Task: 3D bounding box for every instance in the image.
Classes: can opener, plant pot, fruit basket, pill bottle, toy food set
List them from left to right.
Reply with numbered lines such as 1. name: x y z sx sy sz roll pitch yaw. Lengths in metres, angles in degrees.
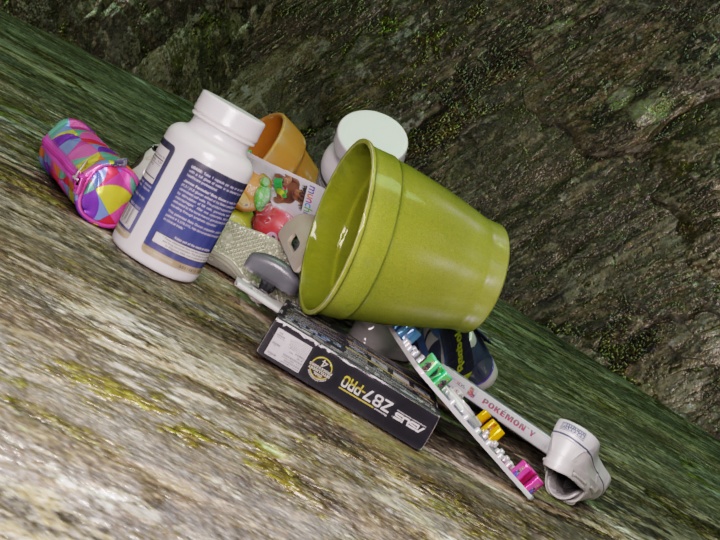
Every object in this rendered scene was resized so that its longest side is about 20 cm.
1. pill bottle: -0.190 -0.098 1.353 0.110 0.201 0.111 29 7 -4
2. fruit basket: -0.141 -0.072 1.581 0.199 0.186 0.094 29 46 9
3. plant pot: -0.132 -0.114 1.885 0.183 0.200 0.200 45 0 -24
4. can opener: -0.060 0.049 1.411 0.199 0.067 0.053 31 7 8
5. pill bottle: -0.003 -0.106 1.575 0.114 0.201 0.117 8 49 -9
6. toy food set: 0.000 0.000 1.492 0.198 0.061 0.144 20 15 -19
7. plant pot: 0.056 -0.018 1.329 0.191 0.202 0.200 19 9 -17

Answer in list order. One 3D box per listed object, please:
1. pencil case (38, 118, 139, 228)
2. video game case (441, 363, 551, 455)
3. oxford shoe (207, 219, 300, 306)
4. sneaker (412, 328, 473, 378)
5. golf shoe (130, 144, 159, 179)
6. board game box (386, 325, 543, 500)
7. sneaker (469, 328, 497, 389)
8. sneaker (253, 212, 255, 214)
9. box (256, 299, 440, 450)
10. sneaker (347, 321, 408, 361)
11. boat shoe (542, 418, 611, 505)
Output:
1. pencil case: -0.330 -0.120 1.436 0.088 0.089 0.200 25 7 -35
2. video game case: 0.198 0.194 1.540 0.181 0.023 0.200 34 -1 26
3. oxford shoe: -0.151 -0.017 1.533 0.199 0.076 0.058 31 -19 1
4. sneaker: 0.102 0.071 1.585 0.074 0.202 0.082 -28 40 -37
5. golf shoe: -0.277 -0.129 1.682 0.077 0.095 0.200 29 5 2
6. board game box: 0.115 0.148 1.341 0.200 0.026 0.200 49 1 -14
7. sneaker: 0.120 0.082 1.761 0.147 0.080 0.200 51 -1 -35
8. sneaker: -0.172 -0.126 1.709 0.200 0.081 0.088 39 38 28
9. box: -0.011 0.107 1.279 0.199 0.049 0.161 31 7 -3
10. sneaker: 0.053 0.059 1.636 0.073 0.116 0.200 29 5 16
11. boat shoe: 0.238 0.233 1.363 0.073 0.066 0.200 25 -18 30
